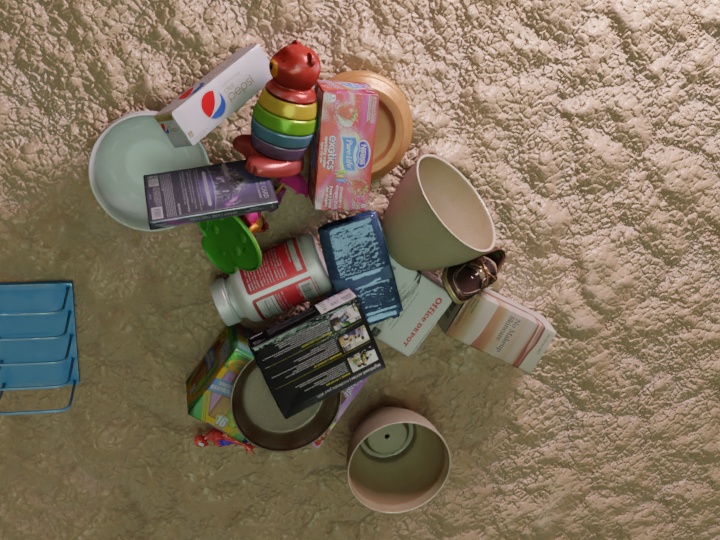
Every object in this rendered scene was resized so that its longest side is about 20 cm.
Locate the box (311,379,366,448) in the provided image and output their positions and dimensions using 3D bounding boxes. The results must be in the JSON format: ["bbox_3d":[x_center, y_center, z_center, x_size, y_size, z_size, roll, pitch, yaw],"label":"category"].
[{"bbox_3d":[-0.078,0.214,1.844,0.137,0.039,0.200,37,86,-22],"label":"box"}]

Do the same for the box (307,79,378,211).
[{"bbox_3d":[-0.031,-0.207,1.633,0.095,0.100,0.201,1,111,-11],"label":"box"}]

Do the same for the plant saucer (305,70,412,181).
[{"bbox_3d":[-0.004,-0.243,1.698,0.199,0.037,0.201,-4,113,-9],"label":"plant saucer"}]

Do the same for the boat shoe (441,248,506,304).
[{"bbox_3d":[0.209,0.001,1.754,0.072,0.200,0.072,-32,86,32],"label":"boat shoe"}]

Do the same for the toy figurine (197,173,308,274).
[{"bbox_3d":[-0.170,-0.103,1.669,0.150,0.200,0.184,43,62,5],"label":"toy figurine"}]

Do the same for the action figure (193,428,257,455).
[{"bbox_3d":[-0.217,0.320,1.873,0.199,0.065,0.052,1,91,-12],"label":"action figure"}]

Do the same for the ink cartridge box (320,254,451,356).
[{"bbox_3d":[0.047,0.041,1.797,0.199,0.084,0.145,33,103,-19],"label":"ink cartridge box"}]

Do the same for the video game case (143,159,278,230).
[{"bbox_3d":[-0.239,-0.125,1.556,0.199,0.143,0.019,-9,127,-10],"label":"video game case"}]

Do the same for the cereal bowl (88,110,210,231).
[{"bbox_3d":[-0.350,-0.172,1.634,0.199,0.083,0.201,-5,113,-11],"label":"cereal bowl"}]

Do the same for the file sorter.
[{"bbox_3d":[-0.567,0.134,1.699,0.138,0.123,0.201,-2,112,-11],"label":"file sorter"}]

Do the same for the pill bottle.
[{"bbox_3d":[-0.158,0.021,1.734,0.199,0.112,0.113,-23,114,2],"label":"pill bottle"}]

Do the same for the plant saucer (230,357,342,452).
[{"bbox_3d":[-0.132,0.220,1.727,0.199,0.037,0.202,-4,106,-15],"label":"plant saucer"}]

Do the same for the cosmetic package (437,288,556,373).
[{"bbox_3d":[0.255,0.103,1.861,0.199,0.087,0.104,24,105,-19],"label":"cosmetic package"}]

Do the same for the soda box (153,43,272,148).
[{"bbox_3d":[-0.230,-0.280,1.573,0.200,0.068,0.064,-46,117,-25],"label":"soda box"}]

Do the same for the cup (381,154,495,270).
[{"bbox_3d":[0.118,-0.081,1.720,0.200,0.201,0.143,40,123,-22],"label":"cup"}]

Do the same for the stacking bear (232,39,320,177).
[{"bbox_3d":[-0.119,-0.263,1.566,0.113,0.122,0.201,2,123,-28],"label":"stacking bear"}]

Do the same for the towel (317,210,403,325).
[{"bbox_3d":[0.000,0.000,1.702,0.111,0.049,0.201,-16,112,-1],"label":"towel"}]

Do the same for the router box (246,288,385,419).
[{"bbox_3d":[-0.074,0.142,1.676,0.199,0.051,0.150,-26,112,-8],"label":"router box"}]

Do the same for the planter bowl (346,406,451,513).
[{"bbox_3d":[0.062,0.345,1.898,0.199,0.135,0.201,-4,113,-9],"label":"planter bowl"}]

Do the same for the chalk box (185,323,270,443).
[{"bbox_3d":[-0.213,0.183,1.786,0.123,0.125,0.200,31,102,-21],"label":"chalk box"}]
